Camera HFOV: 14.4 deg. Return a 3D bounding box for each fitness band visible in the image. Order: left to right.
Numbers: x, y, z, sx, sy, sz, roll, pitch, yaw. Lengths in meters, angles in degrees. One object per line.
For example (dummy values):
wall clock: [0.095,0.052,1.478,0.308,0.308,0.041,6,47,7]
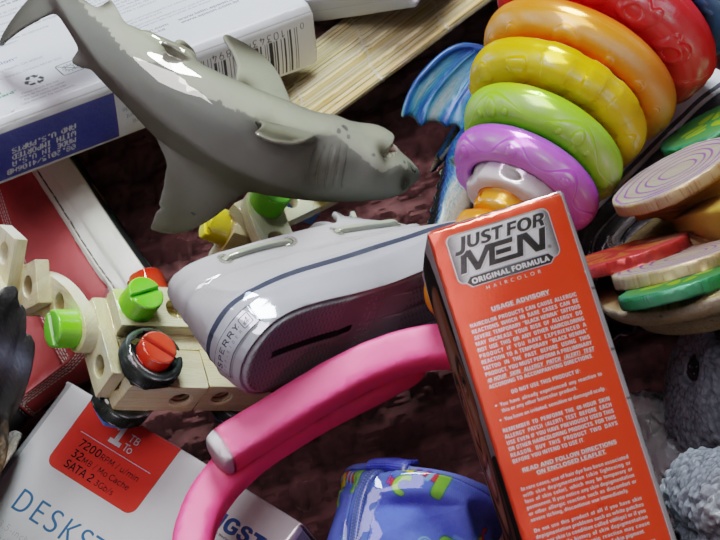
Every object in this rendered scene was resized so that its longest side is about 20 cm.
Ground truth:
fitness band: [0.014,0.104,1.227,0.199,0.037,0.144,-29,64,-12]

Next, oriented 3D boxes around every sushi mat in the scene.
sushi mat: [0.003,-0.114,1.438,0.200,0.012,0.096,-37,23,5]

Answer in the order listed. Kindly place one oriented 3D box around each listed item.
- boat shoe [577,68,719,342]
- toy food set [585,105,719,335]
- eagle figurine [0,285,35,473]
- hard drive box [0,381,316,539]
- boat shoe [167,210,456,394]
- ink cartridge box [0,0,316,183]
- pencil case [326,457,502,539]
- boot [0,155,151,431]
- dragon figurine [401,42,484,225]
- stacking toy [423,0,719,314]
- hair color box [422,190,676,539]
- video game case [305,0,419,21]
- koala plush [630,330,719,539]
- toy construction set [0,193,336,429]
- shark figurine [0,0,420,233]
boat shoe: [0.130,-0.007,1.326,0.068,0.072,0.200,32,70,34]
toy food set: [0.180,-0.034,1.209,0.197,0.049,0.200,-20,16,36]
eagle figurine: [-0.182,0.129,1.245,0.151,0.151,0.201,-27,65,17]
hard drive box: [-0.127,0.177,1.313,0.155,0.077,0.200,27,73,32]
boat shoe: [0.000,0.000,1.294,0.067,0.200,0.074,44,123,29]
ink cartridge box: [-0.154,-0.130,1.465,0.196,0.043,0.200,-23,38,-20]
pencil case: [0.006,0.178,1.252,0.078,0.087,0.201,-2,59,33]
boot: [-0.197,-0.008,1.458,0.144,0.072,0.200,-35,57,1]
dragon figurine: [0.060,-0.070,1.394,0.200,0.059,0.099,-40,53,-9]
stacking toy: [0.081,-0.059,1.270,0.116,0.110,0.201,-25,33,60]
hair color box: [0.082,0.079,1.152,0.061,0.102,0.201,-16,80,-3]
video game case: [0.054,-0.210,1.458,0.200,0.018,0.143,-53,18,-13]
koala plush: [0.196,0.073,1.214,0.177,0.184,0.200,-42,33,-9]
toy construction set: [-0.088,0.012,1.341,0.199,0.092,0.132,-7,58,-20]
shark figurine: [-0.089,-0.068,1.314,0.214,0.128,0.090,30,108,9]
